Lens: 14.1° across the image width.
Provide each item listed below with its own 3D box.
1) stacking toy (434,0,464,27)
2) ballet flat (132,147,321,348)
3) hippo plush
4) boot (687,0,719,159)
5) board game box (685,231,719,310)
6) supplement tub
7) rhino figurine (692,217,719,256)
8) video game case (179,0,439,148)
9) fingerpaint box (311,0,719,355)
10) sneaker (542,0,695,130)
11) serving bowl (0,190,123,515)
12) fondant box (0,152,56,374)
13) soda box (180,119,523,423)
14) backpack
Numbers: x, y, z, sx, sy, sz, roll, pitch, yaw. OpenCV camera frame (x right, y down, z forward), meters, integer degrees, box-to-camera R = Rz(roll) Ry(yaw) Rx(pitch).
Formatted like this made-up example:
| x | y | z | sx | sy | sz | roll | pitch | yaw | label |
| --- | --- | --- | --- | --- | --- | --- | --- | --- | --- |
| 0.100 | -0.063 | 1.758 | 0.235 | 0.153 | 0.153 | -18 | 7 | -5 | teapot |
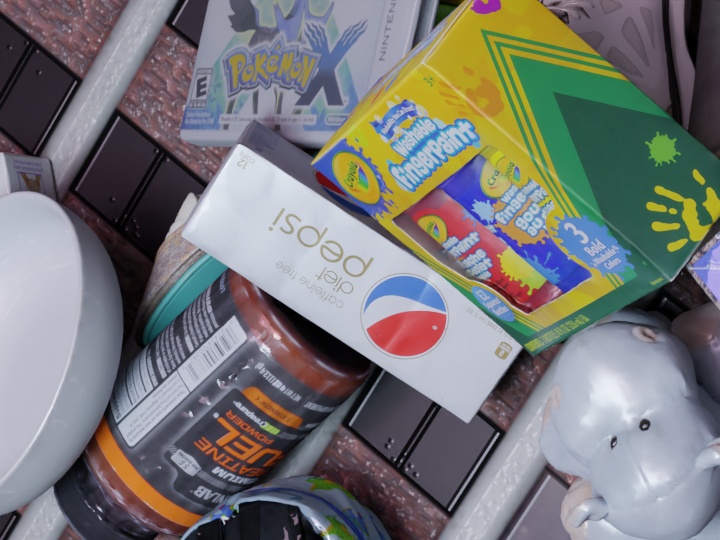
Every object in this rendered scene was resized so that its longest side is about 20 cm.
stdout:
| x | y | z | sx | sy | sz | roll | pitch | yaw | label |
| --- | --- | --- | --- | --- | --- | --- | --- | --- | --- |
| 0.043 | -0.146 | 1.697 | 0.085 | 0.085 | 0.202 | 3 | 84 | 29 | stacking toy |
| -0.071 | -0.033 | 1.769 | 0.200 | 0.068 | 0.067 | -43 | 49 | 15 | ballet flat |
| 0.152 | 0.108 | 1.571 | 0.159 | 0.161 | 0.201 | -29 | 74 | 25 | hippo plush |
| 0.234 | -0.146 | 1.529 | 0.182 | 0.072 | 0.201 | -41 | 28 | 43 | boot |
| 0.280 | 0.030 | 1.480 | 0.097 | 0.200 | 0.160 | -44 | 69 | 19 | board game box |
| -0.094 | 0.085 | 1.744 | 0.200 | 0.107 | 0.107 | -43 | 69 | 21 | supplement tub |
| 0.203 | -0.050 | 1.609 | 0.199 | 0.060 | 0.088 | -19 | 75 | 30 | rhino figurine |
| -0.023 | -0.162 | 1.708 | 0.199 | 0.022 | 0.184 | 4 | 79 | 51 | video game case |
| 0.081 | -0.050 | 1.521 | 0.167 | 0.200 | 0.073 | 41 | 69 | -6 | fingerpaint box |
| 0.121 | -0.143 | 1.599 | 0.076 | 0.115 | 0.201 | -41 | 47 | 35 | sneaker |
| -0.203 | 0.058 | 1.745 | 0.200 | 0.066 | 0.201 | -27 | 52 | 40 | serving bowl |
| -0.253 | 0.040 | 1.864 | 0.144 | 0.058 | 0.201 | -15 | 81 | 28 | fondant box |
| 0.000 | 0.000 | 1.670 | 0.199 | 0.064 | 0.068 | 33 | 106 | -4 | soda box |
| -0.034 | 0.221 | 1.695 | 0.162 | 0.154 | 0.201 | -21 | 99 | 29 | backpack |
